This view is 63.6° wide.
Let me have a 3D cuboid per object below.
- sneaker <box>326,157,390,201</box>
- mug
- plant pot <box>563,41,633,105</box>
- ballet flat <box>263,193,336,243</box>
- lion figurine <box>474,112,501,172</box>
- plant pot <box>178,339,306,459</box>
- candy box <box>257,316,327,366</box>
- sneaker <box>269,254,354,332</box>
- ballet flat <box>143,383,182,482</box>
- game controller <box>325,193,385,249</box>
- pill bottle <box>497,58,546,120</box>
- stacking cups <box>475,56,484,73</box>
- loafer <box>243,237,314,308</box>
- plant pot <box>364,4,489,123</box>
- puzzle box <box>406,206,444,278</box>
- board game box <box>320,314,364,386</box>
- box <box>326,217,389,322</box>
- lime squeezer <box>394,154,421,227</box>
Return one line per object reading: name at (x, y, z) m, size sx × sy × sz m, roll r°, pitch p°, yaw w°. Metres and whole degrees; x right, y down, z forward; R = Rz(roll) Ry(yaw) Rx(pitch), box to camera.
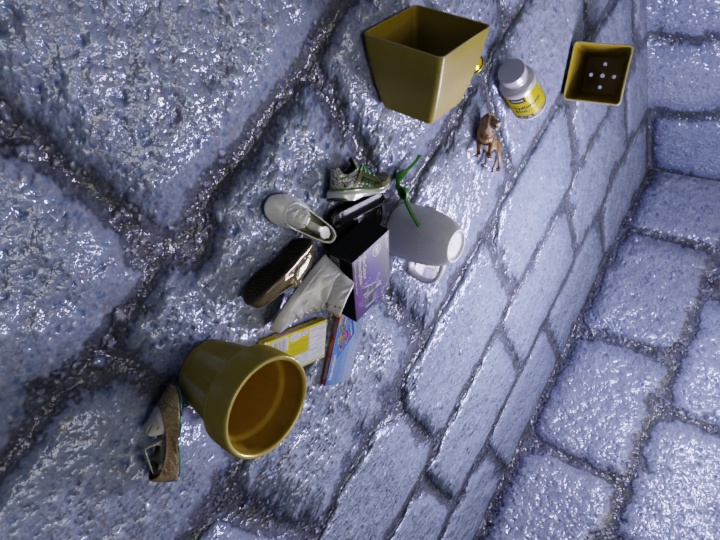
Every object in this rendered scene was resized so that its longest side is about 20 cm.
sneaker at (0.000, -0.212, 1.305) m, size 0.200 × 0.077 × 0.089 m, roll -26°, pitch 118°, yaw -47°
mug at (0.173, -0.062, 1.514) m, size 0.147 × 0.175 × 0.201 m, roll -21°, pitch 123°, yaw -47°
plant pot at (0.880, -0.721, 2.136) m, size 0.176 × 0.199 × 0.201 m, roll -27°, pitch 127°, yaw -59°
ballet flat at (-0.115, -0.104, 1.202) m, size 0.200 × 0.069 × 0.070 m, roll 28°, pitch 84°, yaw -54°
lion figurine at (0.393, -0.385, 1.759) m, size 0.200 × 0.072 × 0.123 m, roll 33°, pitch 66°, yaw -68°
plant pot at (-0.234, 0.220, 1.092) m, size 0.200 × 0.188 × 0.202 m, roll -27°, pitch 127°, yaw -43°
candy box at (-0.153, 0.179, 1.321) m, size 0.199 × 0.026 × 0.103 m, roll -17°, pitch 122°, yaw -48°
sneaker at (-0.097, 0.077, 1.253) m, size 0.115 × 0.074 × 0.200 m, roll 40°, pitch 79°, yaw -7°
ballet flat at (-0.365, 0.307, 1.069) m, size 0.065 × 0.070 × 0.202 m, roll -7°, pitch 109°, yaw -36°
game controller at (-0.012, -0.121, 1.366) m, size 0.200 × 0.042 × 0.105 m, roll -31°, pitch 144°, yaw -41°
pill bottle at (0.484, -0.549, 1.753) m, size 0.200 × 0.111 × 0.112 m, roll 28°, pitch 84°, yaw -54°
stacking cups at (0.249, -0.579, 1.477) m, size 0.200 × 0.060 × 0.061 m, roll 29°, pitch 82°, yaw -51°
loafer at (-0.157, 0.014, 1.194) m, size 0.200 × 0.076 × 0.068 m, roll -46°, pitch 132°, yaw -30°
plant pot at (0.142, -0.449, 1.288) m, size 0.200 × 0.199 × 0.177 m, roll -42°, pitch 148°, yaw -34°
puzzle box at (0.205, -0.072, 1.683) m, size 0.133 × 0.025 × 0.201 m, roll 22°, pitch 88°, yaw -55°
board game box at (-0.044, 0.191, 1.481) m, size 0.103 × 0.019 × 0.201 m, roll -1°, pitch 107°, yaw -55°
box at (0.000, 0.000, 1.369) m, size 0.141 × 0.079 × 0.201 m, roll -46°, pitch 149°, yaw -33°
lime squeezer at (0.118, -0.207, 1.460) m, size 0.070 × 0.038 × 0.201 m, roll 18°, pitch 65°, yaw -36°
